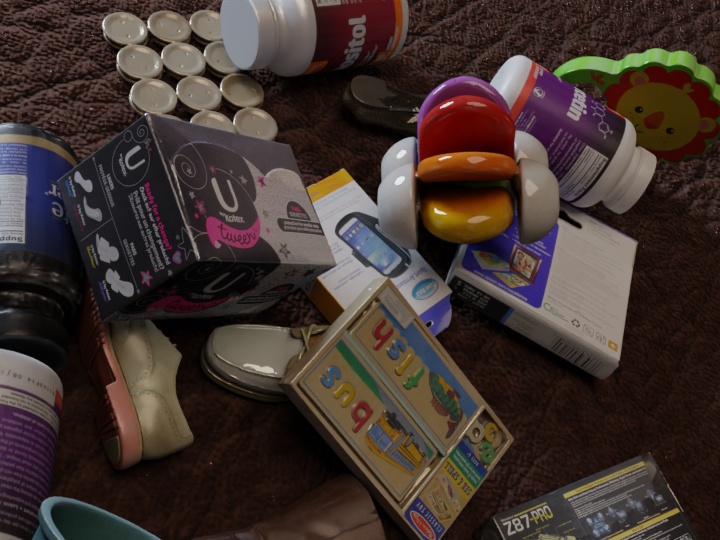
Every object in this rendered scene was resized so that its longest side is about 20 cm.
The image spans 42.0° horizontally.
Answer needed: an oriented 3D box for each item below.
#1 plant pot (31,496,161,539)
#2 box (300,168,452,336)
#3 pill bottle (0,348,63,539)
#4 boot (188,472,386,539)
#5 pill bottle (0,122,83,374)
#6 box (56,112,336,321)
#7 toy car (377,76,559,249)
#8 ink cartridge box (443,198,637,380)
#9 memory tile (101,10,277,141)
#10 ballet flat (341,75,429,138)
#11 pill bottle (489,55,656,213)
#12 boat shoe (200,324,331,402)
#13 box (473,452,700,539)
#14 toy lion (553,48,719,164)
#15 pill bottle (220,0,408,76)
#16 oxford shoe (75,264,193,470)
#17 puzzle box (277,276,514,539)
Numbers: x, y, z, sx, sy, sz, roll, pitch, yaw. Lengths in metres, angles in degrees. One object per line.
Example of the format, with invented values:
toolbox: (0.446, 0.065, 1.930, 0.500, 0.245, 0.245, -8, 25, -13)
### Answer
plant pot: (-0.165, 0.276, 0.565, 0.199, 0.200, 0.197, 34, 81, 3)
box: (0.000, 0.000, 0.942, 0.119, 0.042, 0.200, -31, 75, -36)
pill bottle: (-0.278, 0.166, 0.663, 0.110, 0.112, 0.202, 8, 54, -17)
boot: (-0.040, 0.267, 0.731, 0.199, 0.064, 0.188, -12, 65, -34)
pill bottle: (-0.289, -0.013, 0.783, 0.111, 0.112, 0.202, 1, 57, -22)
box: (-0.130, -0.038, 0.799, 0.199, 0.114, 0.133, 1, 63, -59)
toy car: (0.103, -0.113, 0.933, 0.173, 0.151, 0.200, -3, 25, 6)
ink cartridge box: (0.202, -0.006, 1.022, 0.197, 0.044, 0.201, 29, 45, -2)
memory tile: (-0.185, -0.207, 1.021, 0.152, 0.017, 0.201, -11, 62, -29)
ballet flat: (0.069, -0.174, 1.092, 0.198, 0.046, 0.068, 13, 56, -20)
pill bottle: (0.228, -0.147, 1.056, 0.199, 0.113, 0.113, 29, 51, -7)
boat shoe: (-0.042, 0.079, 0.849, 0.198, 0.069, 0.075, 11, 53, -15)
box: (0.221, 0.269, 0.842, 0.198, 0.049, 0.162, -13, 65, -29)
toy lion: (0.314, -0.186, 1.102, 0.199, 0.192, 0.069, 28, 51, -1)
pill bottle: (-0.052, -0.281, 1.060, 0.199, 0.113, 0.113, -17, 65, -34)
oxford shoe: (-0.195, 0.067, 0.800, 0.073, 0.071, 0.202, -5, 69, -31)
puzzle box: (0.036, 0.123, 0.811, 0.133, 0.025, 0.200, -46, 107, -24)
